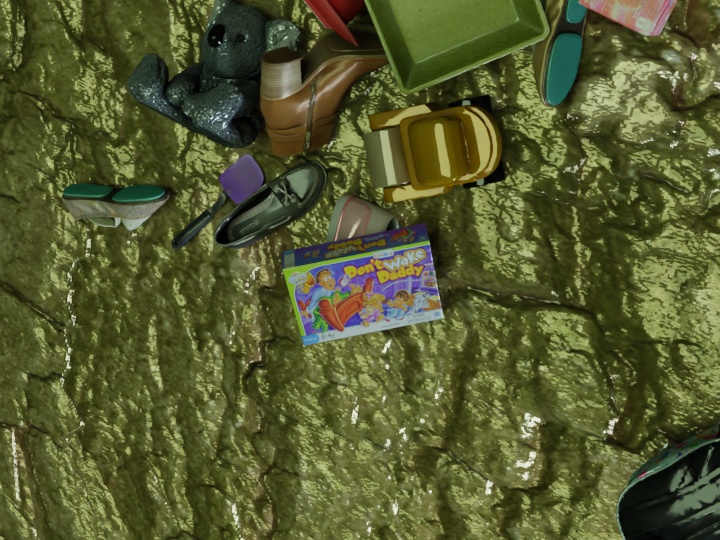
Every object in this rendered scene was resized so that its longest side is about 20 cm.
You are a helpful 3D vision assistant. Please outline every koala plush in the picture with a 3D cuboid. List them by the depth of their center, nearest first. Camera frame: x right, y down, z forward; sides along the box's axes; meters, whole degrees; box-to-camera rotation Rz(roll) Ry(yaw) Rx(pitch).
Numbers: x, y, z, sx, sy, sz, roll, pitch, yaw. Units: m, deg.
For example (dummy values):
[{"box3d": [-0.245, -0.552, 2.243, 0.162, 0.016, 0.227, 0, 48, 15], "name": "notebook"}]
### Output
[{"box3d": [-0.190, -0.288, 1.502, 0.177, 0.184, 0.200, 24, 88, 25], "name": "koala plush"}]

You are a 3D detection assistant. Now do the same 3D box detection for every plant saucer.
[{"box3d": [0.108, -0.349, 1.320, 0.200, 0.048, 0.200, -21, 106, 8], "name": "plant saucer"}]

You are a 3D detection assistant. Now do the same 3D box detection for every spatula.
[{"box3d": [-0.222, -0.095, 1.613, 0.200, 0.021, 0.057, -42, 77, 26], "name": "spatula"}]

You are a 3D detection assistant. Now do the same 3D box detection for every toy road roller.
[{"box3d": [0.087, -0.158, 1.394, 0.200, 0.146, 0.123, -8, 97, 25], "name": "toy road roller"}]

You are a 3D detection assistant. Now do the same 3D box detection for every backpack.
[{"box3d": [0.429, 0.300, 1.335, 0.200, 0.151, 0.178, -35, 83, 19], "name": "backpack"}]

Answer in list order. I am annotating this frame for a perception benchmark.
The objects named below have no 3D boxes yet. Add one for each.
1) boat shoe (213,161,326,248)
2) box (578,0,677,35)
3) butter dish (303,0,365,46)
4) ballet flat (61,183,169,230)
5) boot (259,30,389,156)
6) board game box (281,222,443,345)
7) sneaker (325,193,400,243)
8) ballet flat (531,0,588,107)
[{"box3d": [-0.134, -0.089, 1.555, 0.200, 0.057, 0.067, -34, 86, 26], "name": "boat shoe"}, {"box3d": [0.352, -0.388, 1.254, 0.095, 0.103, 0.200, 31, 113, 16], "name": "box"}, {"box3d": [-0.042, -0.425, 1.364, 0.148, 0.200, 0.200, -39, 58, 7], "name": "butter dish"}, {"box3d": [-0.377, -0.099, 1.666, 0.200, 0.068, 0.067, 6, 123, 28], "name": "ballet flat"}, {"box3d": [-0.041, -0.239, 1.466, 0.077, 0.200, 0.155, -127, 26, -44], "name": "boot"}, {"box3d": [0.004, 0.020, 1.455, 0.200, 0.045, 0.135, -11, 125, 3], "name": "board game box"}, {"box3d": [0.000, 0.000, 1.504, 0.105, 0.075, 0.201, 18, 104, 25], "name": "sneaker"}, {"box3d": [0.251, -0.310, 1.346, 0.063, 0.069, 0.200, 29, 111, 46], "name": "ballet flat"}]
